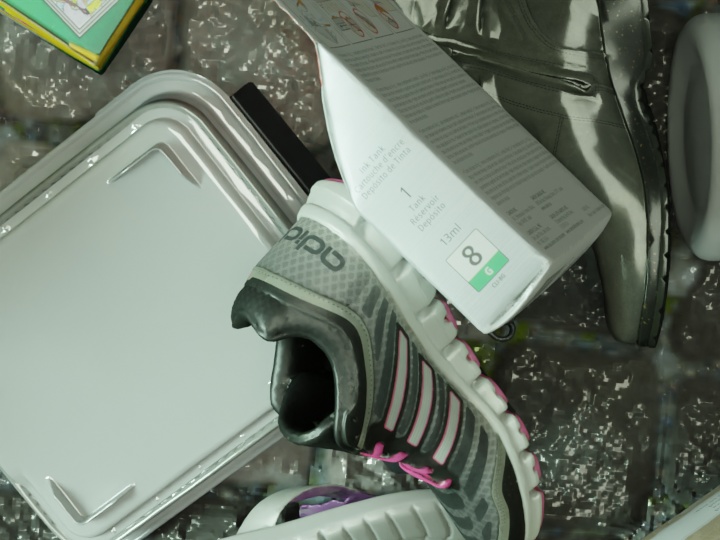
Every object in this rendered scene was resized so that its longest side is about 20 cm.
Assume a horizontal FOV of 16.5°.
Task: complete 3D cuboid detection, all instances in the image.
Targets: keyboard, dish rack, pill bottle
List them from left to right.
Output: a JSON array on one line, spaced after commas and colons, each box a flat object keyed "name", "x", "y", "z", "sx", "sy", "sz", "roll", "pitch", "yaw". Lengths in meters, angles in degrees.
[{"name": "dish rack", "x": -0.105, "y": 0.027, "z": 1.130, "sx": 0.200, "sy": 0.044, "sz": 0.172, "roll": -36, "pitch": 97, "yaw": 16}, {"name": "keyboard", "x": 0.000, "y": 0.000, "z": 1.141, "sx": 0.127, "sy": 0.021, "sz": 0.200, "roll": -35, "pitch": 98, "yaw": 35}, {"name": "pill bottle", "x": 0.249, "y": -0.065, "z": 1.141, "sx": 0.199, "sy": 0.114, "sz": 0.115, "roll": -2, "pitch": 94, "yaw": -5}]

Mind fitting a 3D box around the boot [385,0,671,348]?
[{"name": "boot", "x": 0.077, "y": -0.059, "z": 1.163, "sx": 0.130, "sy": 0.068, "sz": 0.201, "roll": -6, "pitch": 94, "yaw": 7}]

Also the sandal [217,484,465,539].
[{"name": "sandal", "x": -0.026, "y": 0.127, "z": 1.163, "sx": 0.202, "sy": 0.083, "sz": 0.050, "roll": -11, "pitch": 52, "yaw": -11}]

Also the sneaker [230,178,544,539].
[{"name": "sneaker", "x": 0.008, "y": 0.059, "z": 1.080, "sx": 0.087, "sy": 0.074, "sz": 0.200, "roll": -40, "pitch": 119, "yaw": -16}]

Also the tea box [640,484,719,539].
[{"name": "tea box", "x": 0.263, "y": 0.162, "z": 1.127, "sx": 0.200, "sy": 0.134, "sz": 0.197, "roll": -30, "pitch": 97, "yaw": -19}]

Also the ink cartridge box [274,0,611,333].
[{"name": "ink cartridge box", "x": 0.013, "y": -0.067, "z": 1.065, "sx": 0.200, "sy": 0.161, "sz": 0.050, "roll": 42, "pitch": 106, "yaw": 5}]

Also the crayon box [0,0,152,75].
[{"name": "crayon box", "x": -0.181, "y": -0.162, "z": 1.070, "sx": 0.200, "sy": 0.173, "sz": 0.058, "roll": 34, "pitch": 91, "yaw": -6}]
